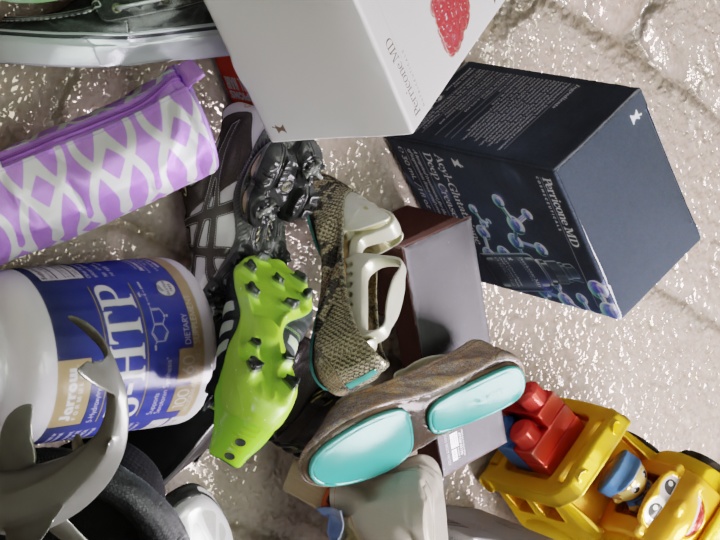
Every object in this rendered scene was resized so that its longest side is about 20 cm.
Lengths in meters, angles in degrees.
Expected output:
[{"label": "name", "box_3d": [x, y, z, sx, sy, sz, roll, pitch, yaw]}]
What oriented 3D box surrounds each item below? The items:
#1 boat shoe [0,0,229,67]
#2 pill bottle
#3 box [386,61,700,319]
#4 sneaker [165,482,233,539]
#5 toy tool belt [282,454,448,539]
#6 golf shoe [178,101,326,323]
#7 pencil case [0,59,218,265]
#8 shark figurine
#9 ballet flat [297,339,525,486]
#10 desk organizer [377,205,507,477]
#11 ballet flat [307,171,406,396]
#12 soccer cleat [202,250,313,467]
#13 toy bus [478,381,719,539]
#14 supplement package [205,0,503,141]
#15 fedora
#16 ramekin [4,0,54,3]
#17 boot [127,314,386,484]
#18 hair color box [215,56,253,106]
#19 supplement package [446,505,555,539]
[{"label": "boat shoe", "box_3d": [-0.159, -0.176, 1.321, 0.199, 0.072, 0.071, -8, 101, -21]}, {"label": "pill bottle", "box_3d": [-0.210, 0.057, 1.318, 0.199, 0.120, 0.120, -6, 104, -38]}, {"label": "box", "box_3d": [0.142, -0.066, 1.525, 0.107, 0.200, 0.149, -43, 123, -24]}, {"label": "sneaker", "box_3d": [-0.095, 0.254, 1.435, 0.076, 0.115, 0.201, -30, 132, -25]}, {"label": "toy tool belt", "box_3d": [0.005, 0.243, 1.503, 0.125, 0.122, 0.201, -23, 110, -76]}, {"label": "golf shoe", "box_3d": [-0.096, -0.030, 1.427, 0.078, 0.094, 0.200, -2, 127, -47]}, {"label": "pencil case", "box_3d": [-0.193, -0.070, 1.301, 0.200, 0.084, 0.086, -25, 132, -18]}, {"label": "shark figurine", "box_3d": [-0.193, 0.132, 1.207, 0.128, 0.214, 0.090, 43, 34, -15]}, {"label": "ballet flat", "box_3d": [0.030, 0.105, 1.475, 0.199, 0.067, 0.068, -19, 128, -23]}, {"label": "desk organizer", "box_3d": [0.053, 0.054, 1.560, 0.072, 0.077, 0.201, -24, 115, -32]}, {"label": "ballet flat", "box_3d": [0.000, 0.000, 1.440, 0.068, 0.075, 0.201, 42, 35, -44]}, {"label": "soccer cleat", "box_3d": [-0.075, 0.055, 1.318, 0.067, 0.200, 0.081, 29, 115, -13]}, {"label": "toy bus", "box_3d": [0.197, 0.171, 1.635, 0.136, 0.200, 0.192, -51, 119, -19]}, {"label": "supplement package", "box_3d": [0.008, -0.194, 1.318, 0.200, 0.119, 0.121, -56, 133, -39]}, {"label": "fedora", "box_3d": [-0.195, 0.183, 1.347, 0.092, 0.200, 0.201, -65, 142, -56]}, {"label": "ramekin", "box_3d": [-0.202, -0.275, 1.223, 0.199, 0.098, 0.201, 2, 86, -26]}, {"label": "boot", "box_3d": [-0.080, 0.114, 1.466, 0.200, 0.069, 0.174, -46, 147, 7]}, {"label": "hair color box", "box_3d": [-0.059, -0.199, 1.419, 0.111, 0.064, 0.201, -36, 119, -29]}, {"label": "supplement package", "box_3d": [0.073, 0.304, 1.607, 0.119, 0.121, 0.201, 11, 92, -40]}]
